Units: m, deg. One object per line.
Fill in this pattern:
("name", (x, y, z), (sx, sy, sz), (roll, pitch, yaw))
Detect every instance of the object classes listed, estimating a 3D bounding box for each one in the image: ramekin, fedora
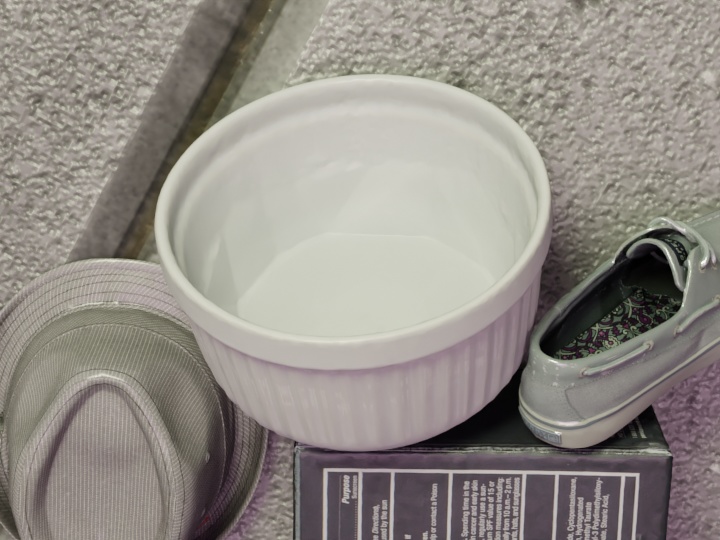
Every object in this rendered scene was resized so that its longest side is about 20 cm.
("ramekin", (0.000, 0.000, 0.908), (0.200, 0.200, 0.105), (-5, 134, 2))
("fedora", (-0.142, 0.101, 0.996), (0.176, 0.090, 0.200), (11, 108, -3))

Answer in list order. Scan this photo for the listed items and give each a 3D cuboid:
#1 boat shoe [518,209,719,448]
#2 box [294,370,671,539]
("boat shoe", (0.160, 0.014, 0.924), (0.201, 0.070, 0.072), (-37, 142, -29))
("box", (0.062, 0.165, 0.990), (0.198, 0.123, 0.200), (1, 109, -1))
